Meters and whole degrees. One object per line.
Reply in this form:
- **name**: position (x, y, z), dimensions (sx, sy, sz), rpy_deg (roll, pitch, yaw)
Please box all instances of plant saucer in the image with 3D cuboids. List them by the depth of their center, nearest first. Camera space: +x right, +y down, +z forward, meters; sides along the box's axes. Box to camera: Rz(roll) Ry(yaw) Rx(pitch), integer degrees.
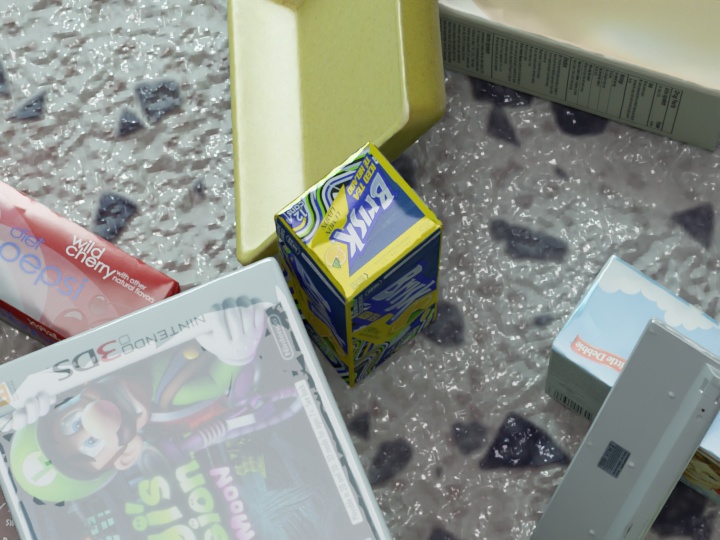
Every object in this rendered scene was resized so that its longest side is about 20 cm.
- **plant saucer**: position (-0.010, -0.125, 1.523), dimensions (0.048, 0.200, 0.201), rpy_deg (10, 62, -28)

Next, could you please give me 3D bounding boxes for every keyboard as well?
- **keyboard**: position (0.146, 0.107, 1.460), dimensions (0.056, 0.200, 0.011), rpy_deg (36, 43, 14)

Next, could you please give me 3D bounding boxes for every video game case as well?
- **video game case**: position (-0.092, 0.115, 1.400), dimensions (0.181, 0.023, 0.201), rpy_deg (-22, 74, -4)

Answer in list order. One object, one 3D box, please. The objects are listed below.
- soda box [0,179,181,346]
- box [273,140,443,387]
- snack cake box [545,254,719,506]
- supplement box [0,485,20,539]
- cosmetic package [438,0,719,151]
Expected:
- **soda box**: position (-0.201, -0.007, 1.551), dimensions (0.199, 0.070, 0.064), rpy_deg (29, 76, 9)
- **box**: position (0.000, 0.000, 1.476), dimensions (0.070, 0.200, 0.064), rpy_deg (-39, 77, -9)
- **snack cake box**: position (0.203, 0.083, 1.492), dimensions (0.200, 0.115, 0.067), rpy_deg (33, 78, 10)
- **supplement box**: position (-0.122, 0.198, 1.459), dimensions (0.196, 0.133, 0.201), rpy_deg (8, 75, 4)
- **cosmetic package**: position (0.129, -0.145, 1.564), dimensions (0.199, 0.105, 0.071), rpy_deg (18, 76, 5)
